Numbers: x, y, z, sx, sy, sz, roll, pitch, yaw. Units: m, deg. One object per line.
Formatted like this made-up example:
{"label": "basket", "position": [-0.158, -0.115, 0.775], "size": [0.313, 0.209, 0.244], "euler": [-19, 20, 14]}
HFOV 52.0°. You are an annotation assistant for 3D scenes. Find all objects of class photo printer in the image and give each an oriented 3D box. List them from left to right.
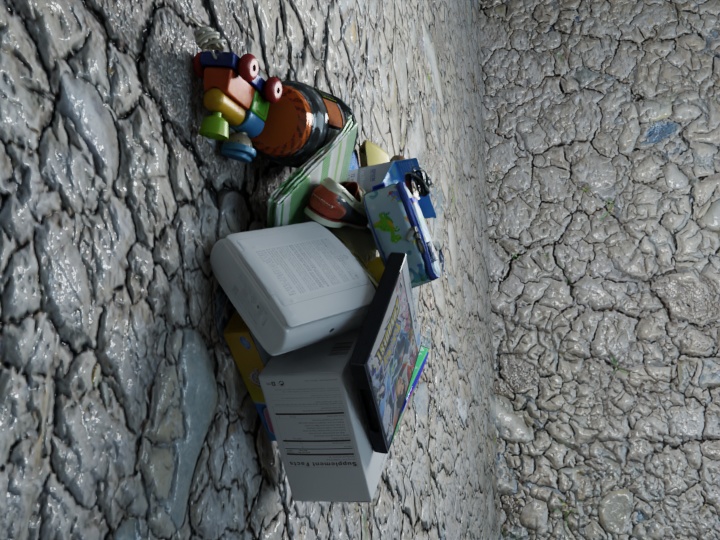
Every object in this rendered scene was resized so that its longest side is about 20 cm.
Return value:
{"label": "photo printer", "position": [-0.075, 0.015, 0.964], "size": [0.199, 0.070, 0.167], "euler": [-14, 58, -48]}

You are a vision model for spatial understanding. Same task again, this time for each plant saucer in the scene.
{"label": "plant saucer", "position": [0.035, -0.153, 1.470], "size": [0.200, 0.048, 0.203], "euler": [-135, -142, -84]}

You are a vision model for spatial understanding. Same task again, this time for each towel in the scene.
{"label": "towel", "position": [-0.073, -0.118, 1.076], "size": [0.201, 0.023, 0.153], "euler": [-52, 167, -31]}

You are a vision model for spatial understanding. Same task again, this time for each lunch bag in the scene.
{"label": "lunch bag", "position": [0.064, -0.053, 1.135], "size": [0.200, 0.081, 0.163], "euler": [4, 66, -84]}

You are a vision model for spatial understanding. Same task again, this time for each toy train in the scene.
{"label": "toy train", "position": [-0.178, -0.218, 0.923], "size": [0.200, 0.084, 0.117], "euler": [27, 72, -68]}

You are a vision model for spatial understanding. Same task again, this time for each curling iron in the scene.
{"label": "curling iron", "position": [0.097, -0.083, 1.255], "size": [0.025, 0.049, 0.202], "euler": [-35, 137, -37]}

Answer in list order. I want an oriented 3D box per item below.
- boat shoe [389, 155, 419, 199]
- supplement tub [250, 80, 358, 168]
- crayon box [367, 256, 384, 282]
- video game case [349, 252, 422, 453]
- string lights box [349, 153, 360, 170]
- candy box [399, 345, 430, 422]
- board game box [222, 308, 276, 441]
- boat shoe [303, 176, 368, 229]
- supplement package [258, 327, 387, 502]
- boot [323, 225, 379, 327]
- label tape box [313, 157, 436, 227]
{"label": "boat shoe", "position": [0.093, -0.149, 1.522], "size": [0.076, 0.071, 0.202], "euler": [-101, -175, -51]}
{"label": "supplement tub", "position": [-0.087, -0.216, 1.113], "size": [0.200, 0.121, 0.124], "euler": [-13, 97, -71]}
{"label": "crayon box", "position": [0.035, 0.000, 1.328], "size": [0.200, 0.125, 0.052], "euler": [-89, 173, -88]}
{"label": "video game case", "position": [0.040, 0.109, 0.994], "size": [0.201, 0.025, 0.182], "euler": [-68, 154, -43]}
{"label": "string lights box", "position": [-0.048, -0.187, 1.320], "size": [0.201, 0.058, 0.104], "euler": [66, 26, -44]}
{"label": "candy box", "position": [0.051, 0.243, 1.367], "size": [0.200, 0.076, 0.171], "euler": [-54, 165, -64]}
{"label": "board game box", "position": [-0.119, 0.117, 1.051], "size": [0.154, 0.040, 0.202], "euler": [-70, 149, -52]}
{"label": "boat shoe", "position": [-0.022, -0.105, 1.109], "size": [0.063, 0.071, 0.200], "euler": [-62, 165, 13]}
{"label": "supplement package", "position": [-0.043, 0.197, 1.006], "size": [0.121, 0.118, 0.203], "euler": [-59, 141, -60]}
{"label": "boot", "position": [0.000, 0.000, 1.129], "size": [0.200, 0.073, 0.155], "euler": [44, 25, 9]}
{"label": "label tape box", "position": [0.020, -0.105, 1.276], "size": [0.144, 0.197, 0.067], "euler": [64, 24, -45]}
